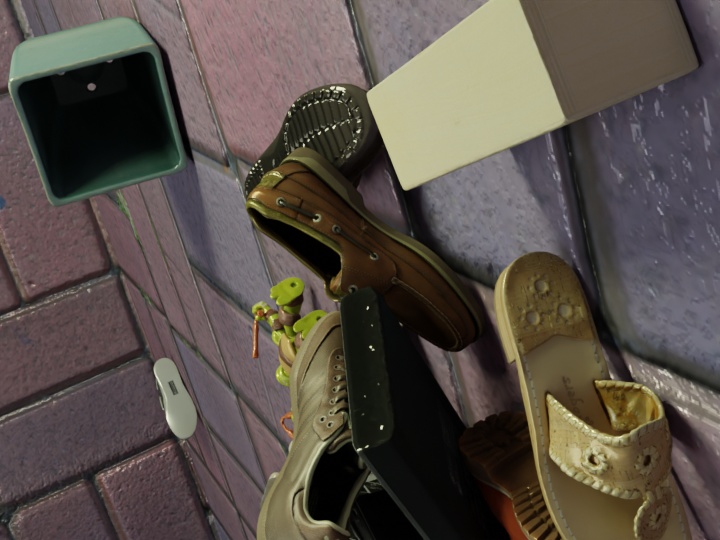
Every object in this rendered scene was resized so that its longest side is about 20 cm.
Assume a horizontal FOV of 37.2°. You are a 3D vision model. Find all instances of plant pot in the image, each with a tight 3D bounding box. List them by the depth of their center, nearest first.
[{"bbox_3d":[-0.368,-0.244,1.477,0.201,0.194,0.198,-118,16,-49],"label":"plant pot"}]

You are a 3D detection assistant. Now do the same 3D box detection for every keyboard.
[{"bbox_3d":[0.049,0.180,0.826,0.199,0.021,0.128,8,-132,-56],"label":"keyboard"}]

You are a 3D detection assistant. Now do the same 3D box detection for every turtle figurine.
[{"bbox_3d":[-0.069,0.095,1.211,0.162,0.064,0.201,105,147,-51],"label":"turtle figurine"}]

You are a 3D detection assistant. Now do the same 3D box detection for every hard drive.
[{"bbox_3d":[0.046,0.124,0.756,0.140,0.033,0.201,-97,-20,-49],"label":"hard drive"}]

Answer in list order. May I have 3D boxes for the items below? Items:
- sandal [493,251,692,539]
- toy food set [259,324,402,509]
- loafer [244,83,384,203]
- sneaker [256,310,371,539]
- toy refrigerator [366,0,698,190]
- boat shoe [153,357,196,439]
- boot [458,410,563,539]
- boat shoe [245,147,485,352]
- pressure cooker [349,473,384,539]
[{"bbox_3d":[0.135,0.084,0.595,0.070,0.077,0.214,118,132,-72],"label":"sandal"},{"bbox_3d":[-0.031,0.118,0.958,0.060,0.201,0.144,29,155,4],"label":"toy food set"},{"bbox_3d":[-0.029,-0.095,0.868,0.200,0.070,0.074,-30,75,56],"label":"loafer"},{"bbox_3d":[-0.011,0.112,0.743,0.070,0.202,0.075,32,143,-27],"label":"sneaker"},{"bbox_3d":[0.074,-0.099,0.547,0.071,0.075,0.200,67,163,-3],"label":"toy refrigerator"},{"bbox_3d":[-0.436,0.306,2.498,0.201,0.071,0.068,63,160,19],"label":"boat shoe"},{"bbox_3d":[0.138,0.174,0.715,0.200,0.074,0.108,-142,30,-72],"label":"boot"},{"bbox_3d":[0.000,0.000,0.792,0.200,0.068,0.072,40,147,7],"label":"boat shoe"},{"bbox_3d":[0.013,0.256,0.889,0.176,0.179,0.200,45,-158,9],"label":"pressure cooker"}]
